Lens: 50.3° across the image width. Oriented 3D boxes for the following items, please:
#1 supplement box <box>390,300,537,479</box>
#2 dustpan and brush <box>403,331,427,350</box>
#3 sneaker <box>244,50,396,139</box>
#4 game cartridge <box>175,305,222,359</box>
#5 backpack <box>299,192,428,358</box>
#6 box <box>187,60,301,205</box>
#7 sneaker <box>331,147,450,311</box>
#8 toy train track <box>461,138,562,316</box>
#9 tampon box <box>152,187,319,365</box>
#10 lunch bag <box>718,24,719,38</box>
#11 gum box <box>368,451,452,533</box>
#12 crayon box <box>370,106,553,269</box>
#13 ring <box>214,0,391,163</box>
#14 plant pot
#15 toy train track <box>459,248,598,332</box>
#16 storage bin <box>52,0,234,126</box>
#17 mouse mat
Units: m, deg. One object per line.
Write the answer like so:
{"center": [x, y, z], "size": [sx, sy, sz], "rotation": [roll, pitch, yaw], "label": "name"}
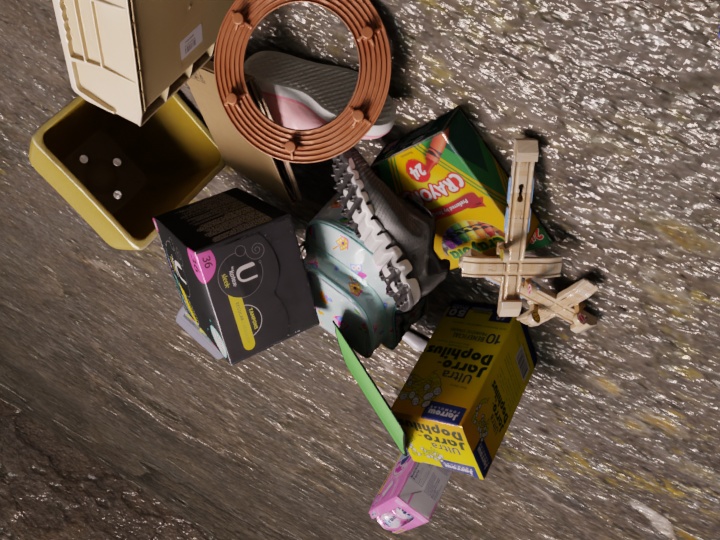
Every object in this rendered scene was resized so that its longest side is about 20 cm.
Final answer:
{"center": [0.140, 0.150, 1.009], "size": [0.108, 0.201, 0.110], "rotation": [5, 136, 35], "label": "supplement box"}
{"center": [0.020, 0.083, 1.172], "size": [0.199, 0.057, 0.140], "rotation": [36, 157, 12], "label": "dustpan and brush"}
{"center": [-0.045, -0.179, 0.897], "size": [0.198, 0.076, 0.105], "rotation": [24, 146, 21], "label": "sneaker"}
{"center": [-0.273, 0.097, 1.445], "size": [0.133, 0.041, 0.199], "rotation": [48, 144, -10], "label": "game cartridge"}
{"center": [0.000, 0.000, 0.995], "size": [0.175, 0.153, 0.201], "rotation": [35, 144, 20], "label": "backpack"}
{"center": [-0.153, -0.180, 0.960], "size": [0.199, 0.021, 0.165], "rotation": [33, 151, 49], "label": "box"}
{"center": [0.038, -0.059, 0.883], "size": [0.202, 0.090, 0.066], "rotation": [62, 158, 7], "label": "sneaker"}
{"center": [0.172, -0.040, 0.832], "size": [0.113, 0.033, 0.203], "rotation": [0, 111, -4], "label": "toy train track"}
{"center": [-0.160, -0.002, 0.971], "size": [0.200, 0.125, 0.152], "rotation": [29, 138, 59], "label": "tampon box"}
{"center": [0.361, -0.193, 0.488], "size": [0.169, 0.128, 0.201], "rotation": [31, 135, 6], "label": "lunch bag"}
{"center": [0.098, 0.325, 1.245], "size": [0.066, 0.201, 0.114], "rotation": [36, 144, -2], "label": "gum box"}
{"center": [0.119, -0.077, 0.894], "size": [0.126, 0.051, 0.200], "rotation": [-18, 119, 49], "label": "crayon box"}
{"center": [-0.065, -0.216, 0.811], "size": [0.197, 0.019, 0.203], "rotation": [2, 102, 11], "label": "ring"}
{"center": [-0.344, -0.151, 1.093], "size": [0.196, 0.195, 0.199], "rotation": [49, 152, -18], "label": "plant pot"}
{"center": [0.200, 0.034, 0.904], "size": [0.198, 0.033, 0.115], "rotation": [27, 140, -21], "label": "toy train track"}
{"center": [-0.213, -0.291, 0.798], "size": [0.093, 0.201, 0.200], "rotation": [26, 144, 9], "label": "storage bin"}
{"center": [0.014, 0.155, 0.977], "size": [0.162, 0.007, 0.200], "rotation": [56, 170, 20], "label": "mouse mat"}
